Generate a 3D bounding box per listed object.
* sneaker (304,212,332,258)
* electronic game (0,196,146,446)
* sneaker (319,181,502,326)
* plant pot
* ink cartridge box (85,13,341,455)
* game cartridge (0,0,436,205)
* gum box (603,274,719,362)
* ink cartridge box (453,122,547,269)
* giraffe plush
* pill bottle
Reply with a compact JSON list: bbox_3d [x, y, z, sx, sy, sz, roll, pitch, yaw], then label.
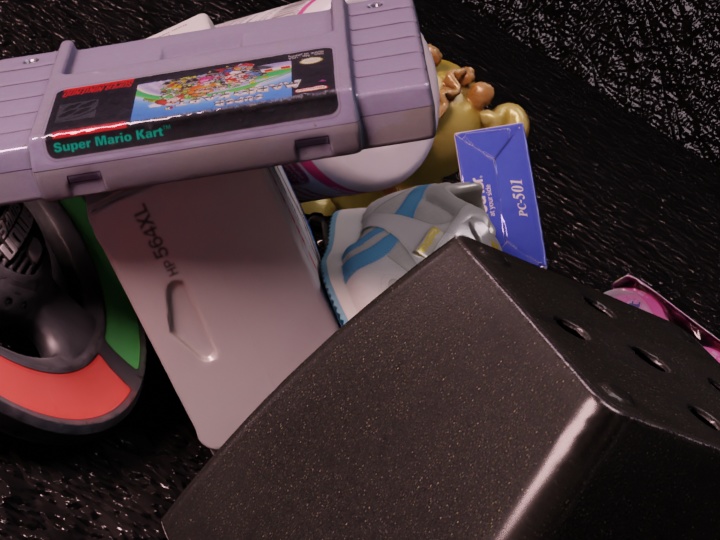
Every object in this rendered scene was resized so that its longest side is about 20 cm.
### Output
[{"bbox_3d":[0.000,0.000,1.055,0.114,0.077,0.199,-3,2,-24],"label":"sneaker"},{"bbox_3d":[-0.166,-0.012,0.807,0.200,0.042,0.200,45,22,-24],"label":"electronic game"},{"bbox_3d":[0.030,0.008,0.885,0.200,0.080,0.077,-92,161,-64],"label":"sneaker"},{"bbox_3d":[0.069,0.107,0.733,0.199,0.178,0.200,21,19,-32],"label":"plant pot"},{"bbox_3d":[-0.074,-0.023,0.921,0.200,0.084,0.146,-113,179,-64],"label":"ink cartridge box"},{"bbox_3d":[-0.069,-0.077,0.812,0.199,0.039,0.130,-9,21,2],"label":"game cartridge"},{"bbox_3d":[0.229,0.095,1.215,0.200,0.066,0.114,39,-9,30],"label":"gum box"},{"bbox_3d":[0.091,-0.005,1.141,0.200,0.044,0.095,69,13,-68],"label":"ink cartridge box"},{"bbox_3d":[0.021,-0.081,1.266,0.172,0.163,0.200,24,16,-25],"label":"giraffe plush"},{"bbox_3d":[-0.059,-0.093,1.098,0.113,0.114,0.199,18,-16,-40],"label":"pill bottle"}]
